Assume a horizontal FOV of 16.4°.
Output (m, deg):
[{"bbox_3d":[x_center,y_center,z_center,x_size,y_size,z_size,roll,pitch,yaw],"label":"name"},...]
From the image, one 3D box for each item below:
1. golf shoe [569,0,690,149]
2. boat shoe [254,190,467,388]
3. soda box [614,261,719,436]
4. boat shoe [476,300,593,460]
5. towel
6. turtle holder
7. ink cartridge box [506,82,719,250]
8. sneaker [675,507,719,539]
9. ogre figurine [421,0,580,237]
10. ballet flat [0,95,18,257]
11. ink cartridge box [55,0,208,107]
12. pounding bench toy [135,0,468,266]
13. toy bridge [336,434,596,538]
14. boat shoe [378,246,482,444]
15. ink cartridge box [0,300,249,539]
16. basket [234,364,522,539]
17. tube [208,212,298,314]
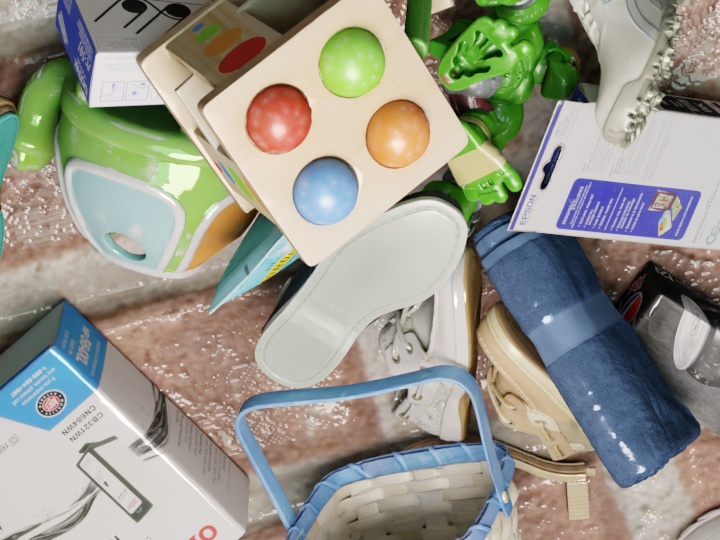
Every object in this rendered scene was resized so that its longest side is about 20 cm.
[{"bbox_3d":[0.163,-0.167,1.617,0.097,0.201,0.078,15,146,4],"label":"golf shoe"},{"bbox_3d":[0.000,0.000,1.661,0.076,0.060,0.200,40,126,-18],"label":"boat shoe"},{"bbox_3d":[0.268,0.079,1.775,0.200,0.063,0.071,31,109,-14],"label":"soda box"},{"bbox_3d":[0.121,0.085,1.729,0.064,0.071,0.200,-27,145,14],"label":"boat shoe"},{"bbox_3d":[0.152,0.048,1.678,0.048,0.112,0.200,-33,83,21],"label":"towel"},{"bbox_3d":[-0.149,-0.073,1.657,0.185,0.141,0.132,9,114,-7],"label":"turtle holder"},{"bbox_3d":[0.181,-0.070,1.675,0.199,0.039,0.100,5,117,-38],"label":"ink cartridge box"},{"bbox_3d":[0.321,0.209,1.820,0.199,0.082,0.075,-10,113,3],"label":"sneaker"},{"bbox_3d":[0.088,-0.130,1.641,0.098,0.120,0.201,0,119,19],"label":"ogre figurine"},{"bbox_3d":[-0.279,-0.049,1.697,0.072,0.068,0.200,34,136,19],"label":"ballet flat"},{"bbox_3d":[-0.088,-0.152,1.614,0.199,0.094,0.044,-3,130,-21],"label":"ink cartridge box"},{"bbox_3d":[-0.005,-0.124,1.513,0.200,0.156,0.124,-38,116,-7],"label":"pounding bench toy"},{"bbox_3d":[0.072,0.154,1.820,0.199,0.027,0.068,-6,112,2],"label":"toy bridge"},{"bbox_3d":[0.046,0.054,1.720,0.069,0.071,0.200,9,143,5],"label":"boat shoe"},{"bbox_3d":[-0.195,0.146,1.778,0.146,0.084,0.200,-40,108,14],"label":"ink cartridge box"},{"bbox_3d":[0.020,0.161,1.726,0.176,0.139,0.201,-8,122,23],"label":"basket"},{"bbox_3d":[-0.049,-0.028,1.644,0.050,0.200,0.078,39,111,0],"label":"tube"}]
